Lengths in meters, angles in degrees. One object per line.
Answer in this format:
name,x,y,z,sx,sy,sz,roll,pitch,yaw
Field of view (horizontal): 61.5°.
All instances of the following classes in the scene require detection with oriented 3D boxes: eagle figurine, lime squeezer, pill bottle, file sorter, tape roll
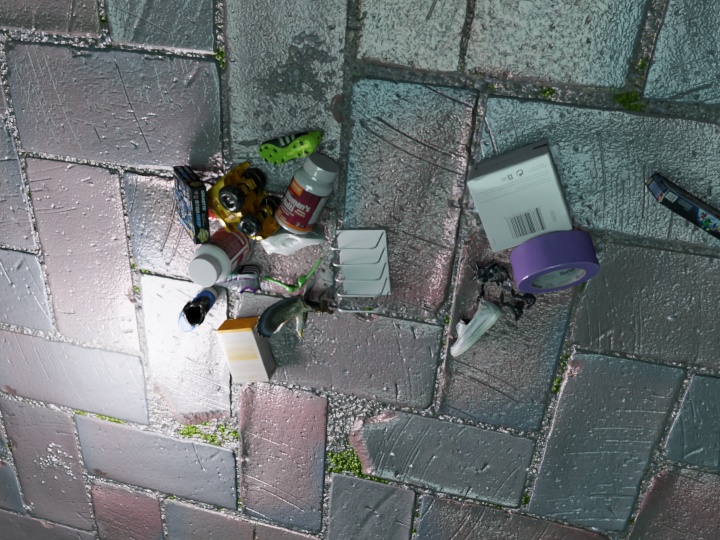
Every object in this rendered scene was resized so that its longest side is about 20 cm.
eagle figurine,-0.194,0.122,1.749,0.199,0.151,0.152,-7,134,12
lime squeezer,-0.187,0.024,1.778,0.199,0.038,0.071,-18,79,23
pill bottle,-0.400,-0.038,1.699,0.112,0.200,0.113,6,117,11
pill bottle,-0.140,-0.204,1.602,0.109,0.110,0.200,30,120,-2
file sorter,0.000,0.000,1.661,0.138,0.125,0.201,0,116,14
tape roll,0.475,-0.017,1.487,0.199,0.085,0.200,-7,158,-3

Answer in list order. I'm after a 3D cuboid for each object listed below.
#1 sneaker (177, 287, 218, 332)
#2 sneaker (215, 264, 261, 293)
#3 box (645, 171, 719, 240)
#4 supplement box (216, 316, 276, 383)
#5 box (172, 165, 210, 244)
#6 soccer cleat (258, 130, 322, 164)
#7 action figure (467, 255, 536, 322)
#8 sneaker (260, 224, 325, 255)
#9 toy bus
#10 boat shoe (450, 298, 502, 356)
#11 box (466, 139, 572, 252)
sneaker,-0.524,0.142,1.873,0.077,0.111,0.200,43,118,-9
sneaker,-0.395,0.036,1.811,0.199,0.075,0.088,0,121,13
box,0.761,-0.142,1.388,0.200,0.137,0.038,31,118,-2
supplement box,-0.357,0.251,1.906,0.125,0.074,0.201,-6,114,17
box,-0.463,-0.182,1.656,0.046,0.200,0.160,-12,121,-26
soccer cleat,-0.183,-0.323,1.581,0.199,0.081,0.068,0,127,38
action figure,0.365,0.048,1.606,0.200,0.102,0.119,35,131,-6
sneaker,-0.189,-0.086,1.706,0.199,0.071,0.080,0,131,17
toy bus,-0.340,-0.168,1.669,0.192,0.136,0.200,-19,112,37
boat shoe,0.310,0.158,1.700,0.071,0.070,0.201,42,116,5
box,0.386,-0.180,1.467,0.198,0.131,0.201,-18,110,22
